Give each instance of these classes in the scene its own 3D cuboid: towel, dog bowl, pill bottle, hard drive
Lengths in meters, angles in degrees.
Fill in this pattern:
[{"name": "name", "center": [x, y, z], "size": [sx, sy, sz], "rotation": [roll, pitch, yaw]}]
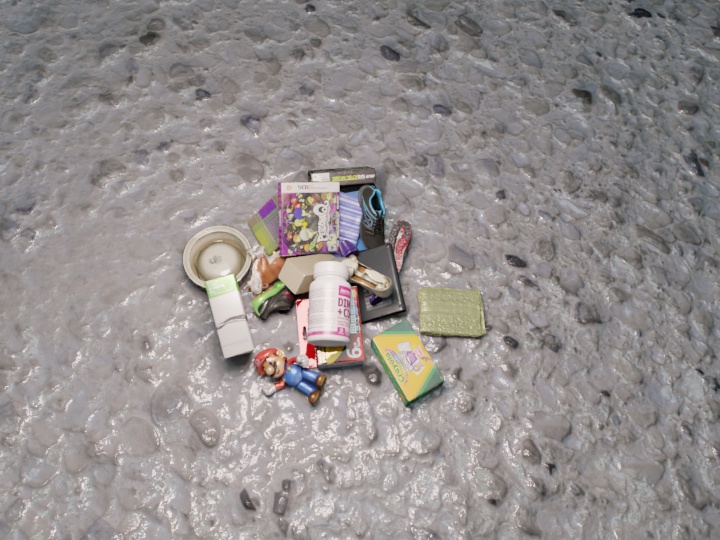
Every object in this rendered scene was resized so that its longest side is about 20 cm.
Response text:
[{"name": "towel", "center": [-0.069, -0.128, 1.798], "size": [0.142, 0.024, 0.205], "rotation": [16, 91, -12]}, {"name": "dog bowl", "center": [-0.404, -0.024, 1.754], "size": [0.195, 0.074, 0.205], "rotation": [2, 64, -4]}, {"name": "pill bottle", "center": [-0.079, 0.087, 1.581], "size": [0.110, 0.114, 0.205], "rotation": [2, 75, -3]}, {"name": "towel", "center": [-0.232, -0.157, 1.817], "size": [0.199, 0.023, 0.145], "rotation": [-40, 68, 9]}, {"name": "towel", "center": [0.260, 0.121, 1.754], "size": [0.195, 0.037, 0.152], "rotation": [2, 64, -4]}, {"name": "hard drive", "center": [0.044, 0.036, 1.743], "size": [0.137, 0.033, 0.205], "rotation": [-16, 71, 14]}]

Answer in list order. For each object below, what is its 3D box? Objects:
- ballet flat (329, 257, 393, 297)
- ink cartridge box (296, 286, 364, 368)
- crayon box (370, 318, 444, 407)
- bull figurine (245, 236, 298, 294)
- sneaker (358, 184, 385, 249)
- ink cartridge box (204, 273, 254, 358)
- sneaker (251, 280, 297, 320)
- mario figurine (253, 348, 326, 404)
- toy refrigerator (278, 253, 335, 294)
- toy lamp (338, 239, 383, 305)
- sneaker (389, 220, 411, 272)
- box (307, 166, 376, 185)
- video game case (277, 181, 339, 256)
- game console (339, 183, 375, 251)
[{"name": "ballet flat", "center": [0.001, 0.005, 1.653], "size": [0.197, 0.064, 0.068], "rotation": [27, 65, 12]}, {"name": "ink cartridge box", "center": [-0.085, 0.158, 1.664], "size": [0.171, 0.084, 0.205], "rotation": [-6, 75, -7]}, {"name": "crayon box", "center": [0.125, 0.250, 1.667], "size": [0.117, 0.059, 0.202], "rotation": [-26, 68, -16]}, {"name": "bull figurine", "center": [-0.255, -0.017, 1.727], "size": [0.198, 0.064, 0.124], "rotation": [-26, 105, -43]}, {"name": "sneaker", "center": [0.037, -0.145, 1.779], "size": [0.072, 0.082, 0.205], "rotation": [-16, 104, -23]}, {"name": "ink cartridge box", "center": [-0.343, 0.120, 1.610], "size": [0.082, 0.145, 0.205], "rotation": [-14, 89, -11]}, {"name": "sneaker", "center": [-0.215, 0.074, 1.731], "size": [0.197, 0.076, 0.085], "rotation": [-29, 103, -24]}, {"name": "mario figurine", "center": [-0.194, 0.276, 1.602], "size": [0.196, 0.107, 0.125], "rotation": [24, 67, 9]}, {"name": "toy refrigerator", "center": [-0.132, 0.008, 1.698], "size": [0.076, 0.071, 0.199], "rotation": [41, 25, 21]}, {"name": "toy lamp", "center": [0.000, 0.000, 1.719], "size": [0.057, 0.059, 0.202], "rotation": [-27, 67, -17]}, {"name": "sneaker", "center": [0.105, -0.044, 1.807], "size": [0.079, 0.075, 0.203], "rotation": [23, 77, 19]}, {"name": "box", "center": [-0.059, -0.285, 1.854], "size": [0.195, 0.193, 0.049], "rotation": [-6, 100, -7]}, {"name": "video game case", "center": [-0.144, -0.148, 1.724], "size": [0.177, 0.036, 0.205], "rotation": [-4, 101, -27]}, {"name": "game console", "center": [-0.034, -0.147, 1.824], "size": [0.195, 0.179, 0.117], "rotation": [-10, 35, -10]}]
